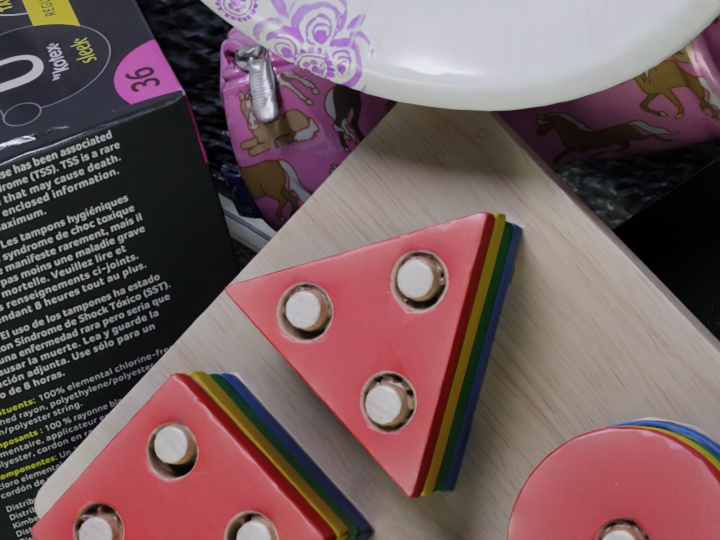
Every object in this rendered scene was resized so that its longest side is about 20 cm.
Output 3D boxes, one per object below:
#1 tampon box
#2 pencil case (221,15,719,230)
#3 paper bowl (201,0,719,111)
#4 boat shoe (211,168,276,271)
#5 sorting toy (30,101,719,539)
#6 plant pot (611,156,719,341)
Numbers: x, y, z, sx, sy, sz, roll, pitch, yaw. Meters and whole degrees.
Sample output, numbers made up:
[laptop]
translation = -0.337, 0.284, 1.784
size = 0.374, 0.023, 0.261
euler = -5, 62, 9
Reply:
[tampon box]
translation = -0.112, 0.005, 0.785
size = 0.125, 0.150, 0.201
euler = -20, 127, -9
[pencil case]
translation = 0.046, -0.068, 0.751
size = 0.199, 0.086, 0.084
euler = -12, 101, 31
[paper bowl]
translation = 0.028, -0.152, 0.613
size = 0.199, 0.105, 0.202
euler = 13, 137, 12
[boat shoe]
translation = 0.000, 0.000, 0.894
size = 0.199, 0.063, 0.075
euler = 24, 152, 12
[sorting toy]
translation = 0.018, 0.075, 0.665
size = 0.200, 0.199, 0.070
euler = 47, -169, 15
[plant pot]
translation = 0.178, 0.070, 0.764
size = 0.199, 0.179, 0.199
euler = 2, 155, -35
